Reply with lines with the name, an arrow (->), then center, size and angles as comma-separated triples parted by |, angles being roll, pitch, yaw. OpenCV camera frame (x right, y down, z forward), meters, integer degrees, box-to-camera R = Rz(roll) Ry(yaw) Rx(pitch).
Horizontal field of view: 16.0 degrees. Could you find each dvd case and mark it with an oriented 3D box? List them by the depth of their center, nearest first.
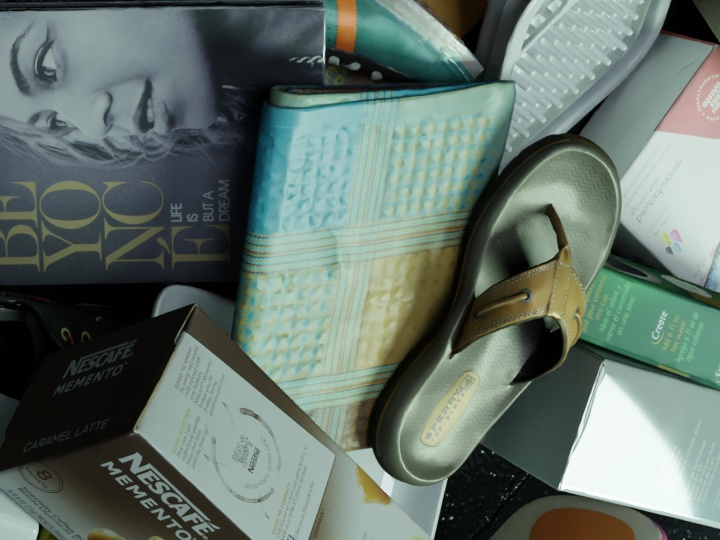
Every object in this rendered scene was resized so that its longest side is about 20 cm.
dvd case -> -0.116, -0.061, 1.253 | 0.198, 0.016, 0.150 | -1, 119, -3

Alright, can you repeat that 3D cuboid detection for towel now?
towel -> 0.000, 0.000, 1.283 | 0.146, 0.022, 0.201 | -5, 116, -34

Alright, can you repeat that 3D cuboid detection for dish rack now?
dish rack -> 0.111, -0.139, 1.370 | 0.172, 0.043, 0.200 | -42, 161, -27

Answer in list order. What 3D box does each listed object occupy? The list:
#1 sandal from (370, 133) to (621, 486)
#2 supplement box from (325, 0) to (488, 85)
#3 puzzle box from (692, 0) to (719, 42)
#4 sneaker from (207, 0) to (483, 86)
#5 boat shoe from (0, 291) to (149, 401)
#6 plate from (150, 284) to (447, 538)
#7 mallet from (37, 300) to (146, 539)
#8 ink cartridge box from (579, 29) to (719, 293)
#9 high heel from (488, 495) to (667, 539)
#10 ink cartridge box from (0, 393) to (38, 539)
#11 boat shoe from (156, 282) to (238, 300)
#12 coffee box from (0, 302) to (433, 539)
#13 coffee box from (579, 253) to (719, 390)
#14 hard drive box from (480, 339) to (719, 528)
sandal -> 0.075, 0.027, 1.296 | 0.081, 0.055, 0.201 | 29, 97, -33
supplement box -> -0.004, -0.112, 1.352 | 0.067, 0.069, 0.200 | 46, 77, -10
puzzle box -> 0.270, -0.085, 1.488 | 0.025, 0.133, 0.200 | -40, 123, 13
sneaker -> -0.034, -0.134, 1.282 | 0.199, 0.071, 0.080 | 33, 100, -17
boat shoe -> -0.167, 0.050, 1.291 | 0.200, 0.063, 0.074 | 10, 89, -24
plate -> -0.048, 0.126, 1.322 | 0.199, 0.032, 0.202 | 18, 82, -32
mallet -> -0.146, 0.117, 1.358 | 0.066, 0.041, 0.201 | 28, 84, -33
ink cartridge box -> 0.217, -0.033, 1.507 | 0.200, 0.067, 0.117 | 41, 82, -32
high heel -> 0.100, 0.184, 1.434 | 0.096, 0.199, 0.068 | 45, 39, -36
ink cartridge box -> -0.273, 0.101, 1.212 | 0.199, 0.083, 0.146 | 25, 127, -33
boat shoe -> -0.123, -0.049, 1.306 | 0.072, 0.065, 0.200 | -49, 120, -8
coffee box -> -0.063, 0.118, 1.215 | 0.200, 0.114, 0.080 | 47, 47, -26
coffee box -> 0.135, 0.016, 1.400 | 0.199, 0.123, 0.044 | 20, 96, -7
hard drive box -> 0.158, 0.083, 1.453 | 0.199, 0.156, 0.077 | 16, 96, -31
